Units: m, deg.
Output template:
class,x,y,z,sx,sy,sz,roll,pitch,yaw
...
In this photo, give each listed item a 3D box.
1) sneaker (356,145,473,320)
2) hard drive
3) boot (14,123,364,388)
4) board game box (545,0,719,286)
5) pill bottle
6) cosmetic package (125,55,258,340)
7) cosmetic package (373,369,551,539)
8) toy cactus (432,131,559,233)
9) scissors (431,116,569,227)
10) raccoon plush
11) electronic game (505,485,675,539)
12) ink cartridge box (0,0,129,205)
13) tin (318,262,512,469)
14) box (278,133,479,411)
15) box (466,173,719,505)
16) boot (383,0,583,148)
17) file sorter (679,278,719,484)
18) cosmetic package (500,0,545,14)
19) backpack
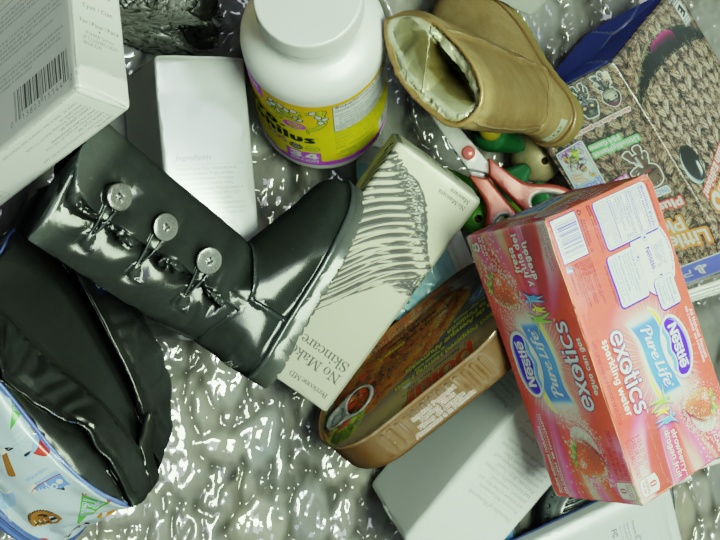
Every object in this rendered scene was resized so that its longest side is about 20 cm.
class,x,y,z,sx,sy,sz,roll,pitch,yaw
sneaker,0.041,-0.001,1.019,0.082,0.074,0.201,-36,101,-24
hard drive,0.185,0.270,1.059,0.199,0.025,0.133,-20,103,-18
boot,-0.109,-0.039,0.851,0.199,0.066,0.166,34,68,-21
board game box,0.254,-0.108,1.074,0.201,0.096,0.160,54,45,-13
pill bottle,-0.032,-0.153,0.915,0.103,0.200,0.105,0,75,2
cosmetic package,-0.124,-0.051,0.935,0.073,0.101,0.202,-4,91,-24
cosmetic package,0.108,0.131,0.989,0.074,0.102,0.200,37,95,-21
toy cactus,0.127,-0.073,1.064,0.201,0.102,0.165,53,51,-10
scissors,0.088,-0.078,0.989,0.200,0.014,0.073,39,93,-2
raccoon plush,-0.167,-0.246,0.933,0.198,0.097,0.135,11,76,-23
electronic game,0.189,0.213,1.092,0.198,0.042,0.202,1,87,-24
ink cartridge box,-0.236,-0.142,0.828,0.045,0.199,0.178,15,56,-47
tin,0.051,0.072,0.955,0.200,0.112,0.042,-40,111,16
box,0.000,0.000,0.960,0.082,0.068,0.201,33,99,-9
box,0.167,0.047,0.870,0.102,0.094,0.202,-24,97,-28
boot,0.076,-0.165,0.934,0.175,0.066,0.199,47,22,23
file sorter,0.287,0.081,1.024,0.124,0.200,0.140,-19,82,10
cosmetic package,0.138,-0.323,1.016,0.081,0.113,0.201,21,56,-20
backpack,-0.221,0.088,0.839,0.154,0.200,0.191,-36,101,22
